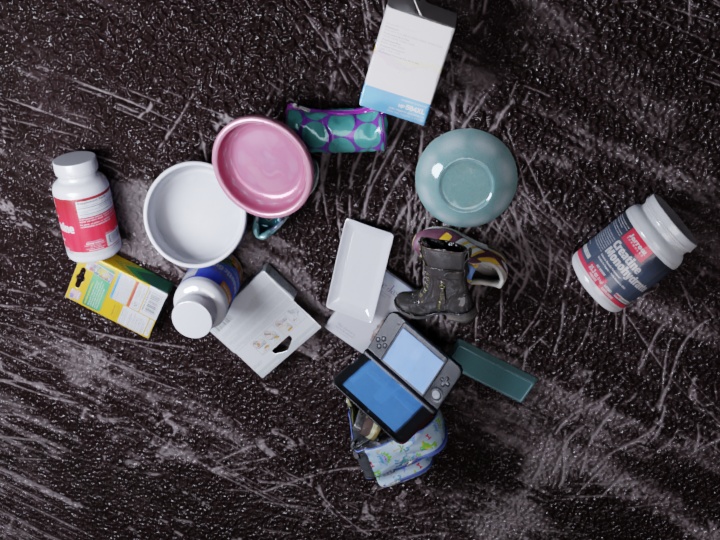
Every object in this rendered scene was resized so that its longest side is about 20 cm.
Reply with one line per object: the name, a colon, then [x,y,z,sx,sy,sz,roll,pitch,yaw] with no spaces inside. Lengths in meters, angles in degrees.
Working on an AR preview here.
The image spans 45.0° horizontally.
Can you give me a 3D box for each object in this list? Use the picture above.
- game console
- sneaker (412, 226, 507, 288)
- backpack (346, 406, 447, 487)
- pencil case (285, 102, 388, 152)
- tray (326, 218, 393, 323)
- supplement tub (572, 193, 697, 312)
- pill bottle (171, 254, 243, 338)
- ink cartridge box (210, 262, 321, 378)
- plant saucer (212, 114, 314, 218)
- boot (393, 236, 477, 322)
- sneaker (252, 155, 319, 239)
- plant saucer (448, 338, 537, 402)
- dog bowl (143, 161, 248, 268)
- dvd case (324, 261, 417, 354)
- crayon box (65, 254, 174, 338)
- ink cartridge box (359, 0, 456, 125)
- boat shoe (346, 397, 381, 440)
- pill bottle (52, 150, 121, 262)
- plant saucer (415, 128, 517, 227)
game console: [0.076,0.212,1.756,0.199,0.118,0.174,39,112,19]
sneaker: [0.196,-0.024,1.705,0.196,0.091,0.076,16,118,-1]
backpack: [0.088,0.350,1.862,0.197,0.184,0.149,-21,116,6]
pencil case: [-0.046,-0.267,1.616,0.196,0.086,0.094,1,130,6]
tray: [0.000,0.000,1.766,0.106,0.022,0.203,19,114,13]
supplement tub: [0.511,-0.032,1.632,0.140,0.141,0.200,41,115,-14]
pill bottle: [-0.310,0.048,1.745,0.110,0.201,0.114,3,118,5]
ink cartridge box: [-0.204,0.109,1.852,0.199,0.044,0.173,-40,106,23]
plant saucer: [-0.175,-0.196,1.601,0.197,0.051,0.204,8,124,13]
boot: [0.139,0.009,1.688,0.197,0.069,0.176,5,128,31]
sneaker: [-0.146,-0.137,1.694,0.077,0.087,0.201,31,117,-10]
plant saucer: [0.279,0.219,1.860,0.197,0.019,0.071,27,117,-7]
dog bowl: [-0.317,-0.108,1.693,0.196,0.079,0.205,0,93,-3]
dvd case: [0.033,0.089,1.825,0.142,0.018,0.201,34,116,-9]
crayon box: [-0.513,0.042,1.854,0.198,0.052,0.127,27,117,-8]
ink cartridge box: [0.087,-0.383,1.514,0.123,0.129,0.203,17,119,-2]
boat shoe: [0.003,0.267,1.813,0.065,0.202,0.072,24,117,-20]
pill bottle: [-0.550,-0.128,1.737,0.110,0.113,0.204,-1,117,8]
plant saucer: [0.202,-0.168,1.660,0.197,0.039,0.204,3,118,6]
